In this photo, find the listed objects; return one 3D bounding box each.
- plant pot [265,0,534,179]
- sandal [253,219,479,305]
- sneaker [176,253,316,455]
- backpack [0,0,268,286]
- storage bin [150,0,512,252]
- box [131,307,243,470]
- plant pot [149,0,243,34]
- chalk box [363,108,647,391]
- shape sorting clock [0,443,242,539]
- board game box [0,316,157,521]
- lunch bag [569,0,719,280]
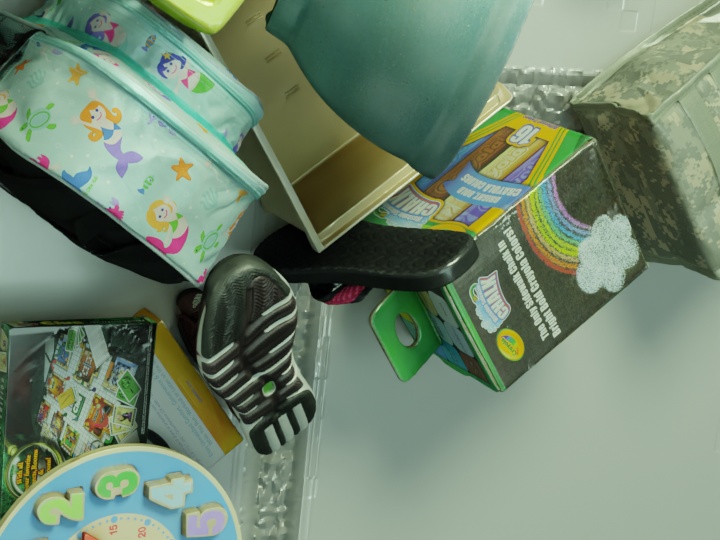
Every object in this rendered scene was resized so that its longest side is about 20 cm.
[{"bbox_3d":[0.023,-0.174,0.987,0.133,0.200,0.202,23,93,-8],"label":"plant pot"},{"bbox_3d":[0.000,0.000,1.114,0.075,0.199,0.045,-43,124,-33],"label":"sandal"},{"bbox_3d":[-0.096,0.036,1.109,0.075,0.116,0.201,-32,146,-18],"label":"sneaker"},{"bbox_3d":[-0.149,-0.081,0.995,0.177,0.200,0.151,40,88,-32],"label":"backpack"},{"bbox_3d":[-0.016,-0.159,1.120,0.198,0.094,0.201,-38,120,-16],"label":"storage bin"},{"bbox_3d":[-0.191,0.135,1.137,0.199,0.041,0.120,-38,120,-13],"label":"box"},{"bbox_3d":[-0.128,-0.277,0.957,0.198,0.181,0.201,38,85,-23],"label":"plant pot"},{"bbox_3d":[0.086,-0.005,1.202,0.199,0.124,0.125,-37,121,-15],"label":"chalk box"},{"bbox_3d":[-0.167,0.214,1.103,0.198,0.039,0.202,-9,109,-27],"label":"shape sorting clock"},{"bbox_3d":[-0.195,0.131,1.097,0.104,0.023,0.202,-1,105,-31],"label":"board game box"},{"bbox_3d":[0.291,-0.119,1.305,0.200,0.117,0.165,-40,120,-21],"label":"lunch bag"}]
